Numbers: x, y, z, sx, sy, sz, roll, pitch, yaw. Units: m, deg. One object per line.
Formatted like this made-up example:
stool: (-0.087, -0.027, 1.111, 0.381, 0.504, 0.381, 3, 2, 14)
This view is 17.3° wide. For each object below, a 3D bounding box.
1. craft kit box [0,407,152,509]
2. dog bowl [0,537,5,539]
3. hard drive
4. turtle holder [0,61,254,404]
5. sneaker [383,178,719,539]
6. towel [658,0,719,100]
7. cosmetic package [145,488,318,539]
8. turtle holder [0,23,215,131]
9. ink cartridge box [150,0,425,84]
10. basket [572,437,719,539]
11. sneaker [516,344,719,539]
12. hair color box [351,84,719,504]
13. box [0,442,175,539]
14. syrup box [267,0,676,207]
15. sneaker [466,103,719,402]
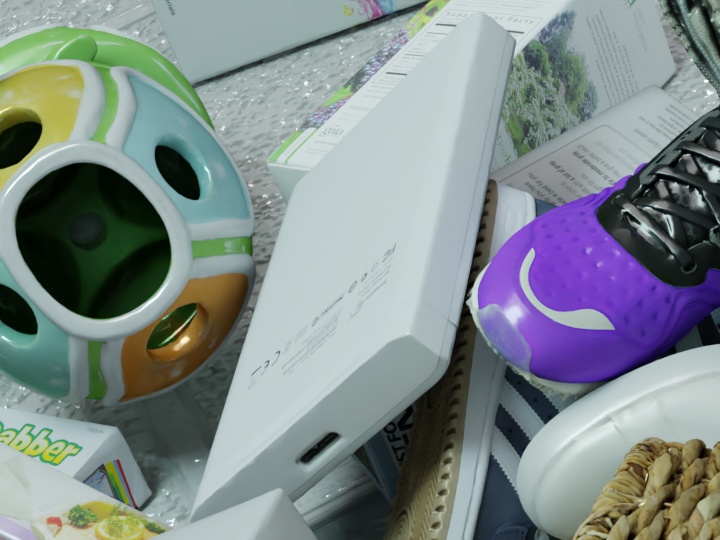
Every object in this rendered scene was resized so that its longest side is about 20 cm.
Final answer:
craft kit box: (-0.222, 0.133, 1.005, 0.200, 0.049, 0.198, 5, 39, 37)
dog bowl: (-0.185, 0.129, 0.808, 0.200, 0.074, 0.200, 20, 10, -4)
hard drive: (0.000, 0.000, 0.908, 0.132, 0.027, 0.200, -42, 21, 35)
turtle holder: (-0.120, -0.033, 0.996, 0.140, 0.186, 0.132, -16, 5, -6)
sneaker: (0.074, 0.071, 0.882, 0.070, 0.108, 0.201, 139, 146, -66)
towel: (0.183, -0.054, 0.810, 0.035, 0.193, 0.200, -32, -5, 34)
cosmetic package: (-0.056, 0.175, 0.743, 0.081, 0.113, 0.200, -25, 18, 31)
turtle holder: (-0.153, -0.031, 1.138, 0.186, 0.141, 0.132, -66, 19, 5)
ink cartridge box: (-0.031, -0.223, 1.309, 0.199, 0.145, 0.145, -18, 32, 5)
basket: (0.066, 0.143, 0.717, 0.149, 0.143, 0.200, 3, 40, 33)
sneaker: (0.155, 0.073, 0.807, 0.199, 0.073, 0.085, -8, 38, -2)
hair color box: (0.071, 0.007, 0.989, 0.200, 0.061, 0.099, -29, 33, -10)
box: (-0.126, 0.102, 0.929, 0.200, 0.042, 0.039, 23, 50, 23)
syrup box: (0.056, -0.074, 1.099, 0.081, 0.079, 0.200, 9, 44, 41)
sneaker: (0.124, -0.027, 0.846, 0.200, 0.100, 0.070, -24, 64, -38)
